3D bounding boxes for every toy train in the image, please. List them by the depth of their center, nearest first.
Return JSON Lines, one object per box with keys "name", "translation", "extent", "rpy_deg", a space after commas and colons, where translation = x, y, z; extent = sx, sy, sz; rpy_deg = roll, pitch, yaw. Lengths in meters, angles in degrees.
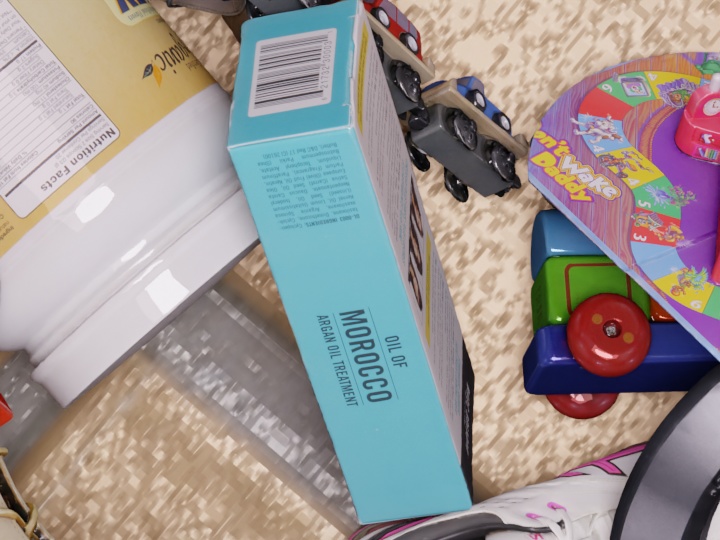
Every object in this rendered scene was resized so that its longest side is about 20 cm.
{"name": "toy train", "translation": [0.004, -0.087, 1.061], "extent": [0.034, 0.200, 0.046], "rpy_deg": [-25, 49, 27]}
{"name": "toy train", "translation": [0.166, -0.005, 1.101], "extent": [0.199, 0.085, 0.116], "rpy_deg": [-1, 73, -5]}

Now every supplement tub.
{"name": "supplement tub", "translation": [-0.136, -0.059, 1.056], "extent": [0.144, 0.144, 0.200], "rpy_deg": [-41, 91, -1]}

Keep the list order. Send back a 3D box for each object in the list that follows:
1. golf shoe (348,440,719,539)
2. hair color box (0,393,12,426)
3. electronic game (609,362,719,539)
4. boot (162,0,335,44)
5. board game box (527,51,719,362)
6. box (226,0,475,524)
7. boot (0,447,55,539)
{"name": "golf shoe", "translation": [0.084, 0.120, 1.087], "extent": [0.199, 0.092, 0.073], "rpy_deg": [-17, 89, -2]}
{"name": "hair color box", "translation": [-0.254, 0.070, 1.081], "extent": [0.200, 0.061, 0.102], "rpy_deg": [-35, 66, 0]}
{"name": "electronic game", "translation": [0.193, 0.102, 1.074], "extent": [0.199, 0.042, 0.201], "rpy_deg": [-9, 119, -16]}
{"name": "boot", "translation": [-0.055, -0.118, 1.106], "extent": [0.096, 0.075, 0.201], "rpy_deg": [-7, 91, 18]}
{"name": "board game box", "translation": [0.165, -0.037, 1.042], "extent": [0.158, 0.039, 0.200], "rpy_deg": [-20, 50, -32]}
{"name": "box", "translation": [0.000, 0.000, 1.035], "extent": [0.049, 0.082, 0.201], "rpy_deg": [-9, 129, 11]}
{"name": "boot", "translation": [-0.119, 0.100, 0.970], "extent": [0.155, 0.073, 0.201], "rpy_deg": [13, 92, 19]}
